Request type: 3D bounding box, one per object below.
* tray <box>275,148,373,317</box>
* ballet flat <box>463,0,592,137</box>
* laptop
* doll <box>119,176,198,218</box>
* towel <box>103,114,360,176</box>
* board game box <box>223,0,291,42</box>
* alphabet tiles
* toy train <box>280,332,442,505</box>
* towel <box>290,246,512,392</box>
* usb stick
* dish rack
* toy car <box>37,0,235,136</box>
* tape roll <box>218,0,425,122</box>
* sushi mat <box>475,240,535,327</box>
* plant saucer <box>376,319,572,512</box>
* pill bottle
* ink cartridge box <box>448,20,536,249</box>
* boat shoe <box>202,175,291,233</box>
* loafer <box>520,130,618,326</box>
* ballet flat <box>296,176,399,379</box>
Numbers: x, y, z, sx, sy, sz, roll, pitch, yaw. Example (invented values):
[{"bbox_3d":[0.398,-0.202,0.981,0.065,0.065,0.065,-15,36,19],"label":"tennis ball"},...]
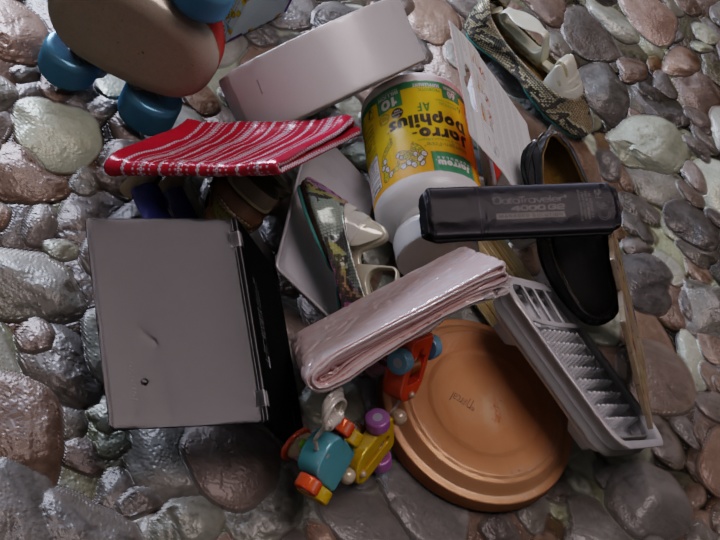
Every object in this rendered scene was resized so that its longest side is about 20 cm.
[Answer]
[{"bbox_3d":[-0.038,-0.041,1.599,0.107,0.022,0.201,44,39,-30],"label":"tray"},{"bbox_3d":[0.202,-0.241,1.883,0.200,0.075,0.068,46,46,11],"label":"ballet flat"},{"bbox_3d":[-0.138,0.062,1.411,0.115,0.200,0.189,-14,67,9],"label":"laptop"},{"bbox_3d":[-0.150,-0.001,1.502,0.136,0.048,0.201,9,49,-51],"label":"doll"},{"bbox_3d":[-0.118,-0.113,1.481,0.144,0.198,0.023,-33,119,-52],"label":"towel"},{"bbox_3d":[-0.161,-0.362,1.753,0.200,0.103,0.105,46,47,11],"label":"board game box"},{"bbox_3d":[0.263,0.051,1.600,0.007,0.169,0.200,-12,21,11],"label":"alphabet tiles"},{"bbox_3d":[-0.005,0.118,1.423,0.055,0.152,0.199,24,26,24],"label":"toy train"},{"bbox_3d":[0.030,0.040,1.407,0.190,0.200,0.032,-28,97,-3],"label":"towel"},{"bbox_3d":[0.152,-0.056,1.568,0.198,0.033,0.056,-3,71,-12],"label":"usb stick"},{"bbox_3d":[0.202,0.099,1.572,0.201,0.043,0.171,55,17,19],"label":"dish rack"},{"bbox_3d":[-0.199,-0.275,1.612,0.176,0.185,0.201,28,40,-5],"label":"toy car"},{"bbox_3d":[-0.039,-0.197,1.615,0.202,0.202,0.071,-29,97,-42],"label":"tape roll"},{"bbox_3d":[0.163,0.044,1.671,0.095,0.012,0.201,-20,66,-38],"label":"sushi mat"},{"bbox_3d":[0.112,0.131,1.550,0.198,0.032,0.202,13,51,-16],"label":"plant saucer"},{"bbox_3d":[0.064,-0.092,1.656,0.112,0.113,0.202,10,51,-22],"label":"pill bottle"},{"bbox_3d":[0.130,-0.139,1.703,0.200,0.047,0.161,44,30,-47],"label":"ink cartridge box"},{"bbox_3d":[-0.115,-0.072,1.540,0.072,0.068,0.200,43,9,-2],"label":"boat shoe"},{"bbox_3d":[0.209,-0.043,1.631,0.072,0.072,0.202,-20,81,-3],"label":"loafer"},{"bbox_3d":[0.000,0.000,1.540,0.069,0.071,0.202,20,53,-72],"label":"ballet flat"}]
